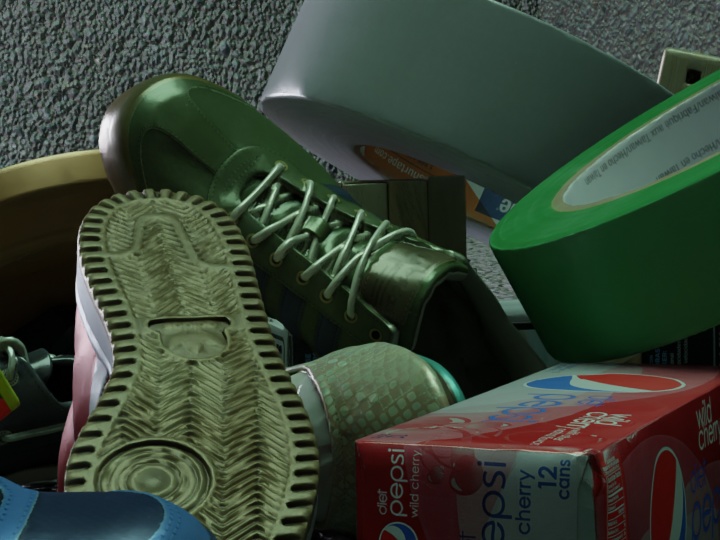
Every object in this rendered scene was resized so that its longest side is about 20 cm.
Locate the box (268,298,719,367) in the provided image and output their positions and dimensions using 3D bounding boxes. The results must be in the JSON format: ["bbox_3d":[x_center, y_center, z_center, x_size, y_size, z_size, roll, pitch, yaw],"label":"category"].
[{"bbox_3d":[0.053,0.046,1.016,0.199,0.061,0.117,-1,4,-15],"label":"box"}]

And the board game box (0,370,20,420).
[{"bbox_3d":[-0.209,0.048,0.795,0.102,0.048,0.200,-42,26,-27],"label":"board game box"}]

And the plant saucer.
[{"bbox_3d":[-0.139,0.015,1.060,0.199,0.032,0.201,-16,-26,-8],"label":"plant saucer"}]

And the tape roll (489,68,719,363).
[{"bbox_3d":[0.142,-0.038,0.830,0.200,0.048,0.200,-29,9,5],"label":"tape roll"}]

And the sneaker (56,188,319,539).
[{"bbox_3d":[-0.055,0.074,0.698,0.071,0.113,0.200,1,34,-8],"label":"sneaker"}]

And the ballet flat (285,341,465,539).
[{"bbox_3d":[-0.026,0.064,0.810,0.062,0.068,0.200,-9,-3,-22],"label":"ballet flat"}]

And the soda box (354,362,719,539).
[{"bbox_3d":[0.063,0.067,0.690,0.070,0.064,0.200,1,4,20],"label":"soda box"}]

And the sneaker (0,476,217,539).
[{"bbox_3d":[-0.133,0.063,0.568,0.199,0.083,0.074,-2,19,6],"label":"sneaker"}]

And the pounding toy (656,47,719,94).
[{"bbox_3d":[0.169,-0.018,1.239,0.141,0.185,0.200,12,6,6],"label":"pounding toy"}]

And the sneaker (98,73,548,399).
[{"bbox_3d":[0.000,0.000,0.847,0.067,0.200,0.090,-51,17,-24],"label":"sneaker"}]

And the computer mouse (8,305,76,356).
[{"bbox_3d":[-0.098,0.021,1.022,0.200,0.034,0.059,-35,-25,22],"label":"computer mouse"}]

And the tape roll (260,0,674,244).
[{"bbox_3d":[0.058,-0.060,1.041,0.199,0.066,0.200,24,-7,3],"label":"tape roll"}]

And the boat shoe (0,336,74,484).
[{"bbox_3d":[-0.133,0.045,0.908,0.199,0.063,0.073,-1,31,-26],"label":"boat shoe"}]

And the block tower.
[{"bbox_3d":[-0.006,-0.013,1.049,0.054,0.058,0.200,-2,4,-17],"label":"block tower"}]
